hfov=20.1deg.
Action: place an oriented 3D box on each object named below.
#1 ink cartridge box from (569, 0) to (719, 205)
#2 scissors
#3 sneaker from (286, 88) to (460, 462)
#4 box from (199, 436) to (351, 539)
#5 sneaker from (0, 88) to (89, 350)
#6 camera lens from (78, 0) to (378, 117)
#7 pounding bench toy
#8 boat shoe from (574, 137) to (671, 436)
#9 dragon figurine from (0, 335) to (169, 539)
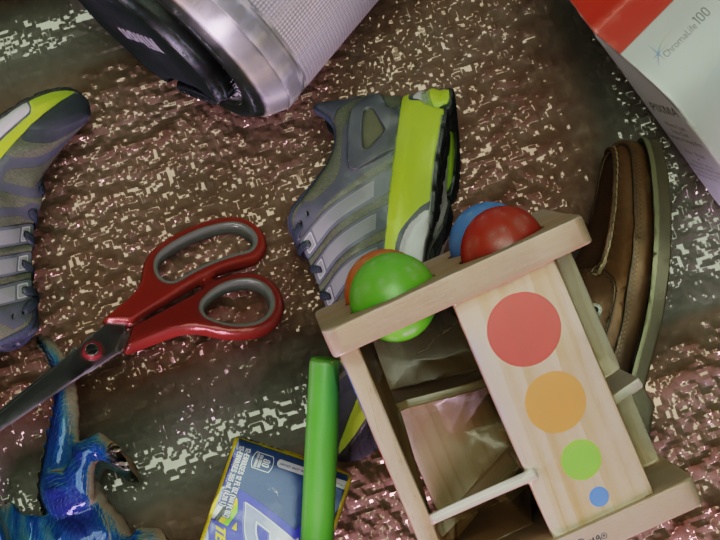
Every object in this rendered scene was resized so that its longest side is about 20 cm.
[{"bbox_3d":[0.201,-0.149,1.040,0.160,0.047,0.200,-45,117,-8],"label":"ink cartridge box"},{"bbox_3d":[-0.131,0.032,1.043,0.199,0.014,0.073,-23,67,-17],"label":"scissors"},{"bbox_3d":[0.000,0.000,1.056,0.080,0.074,0.201,7,76,16],"label":"sneaker"},{"bbox_3d":[-0.065,0.189,1.010,0.064,0.070,0.201,18,80,0],"label":"box"},{"bbox_3d":[-0.193,-0.004,1.044,0.081,0.074,0.201,34,78,-10],"label":"sneaker"},{"bbox_3d":[-0.049,-0.192,1.038,0.160,0.160,0.200,39,81,7],"label":"camera lens"},{"bbox_3d":[0.027,0.068,0.941,0.199,0.124,0.157,-24,94,-2],"label":"pounding bench toy"},{"bbox_3d":[0.118,0.026,1.042,0.068,0.072,0.201,7,79,0],"label":"boat shoe"},{"bbox_3d":[-0.154,0.133,1.026,0.099,0.059,0.201,-27,82,-6],"label":"dragon figurine"}]
